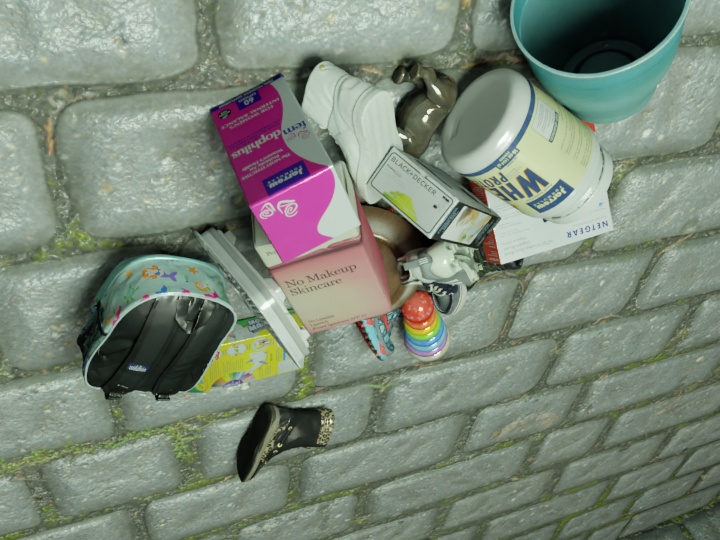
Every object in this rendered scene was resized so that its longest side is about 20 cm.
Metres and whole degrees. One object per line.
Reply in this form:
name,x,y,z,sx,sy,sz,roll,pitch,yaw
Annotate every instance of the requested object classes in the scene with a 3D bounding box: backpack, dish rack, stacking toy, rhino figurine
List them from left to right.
backpack,-0.269,0.064,0.945,0.177,0.151,0.200,12,134,-38
dish rack,-0.140,0.030,0.954,0.044,0.200,0.172,-37,140,-11
rhino figurine,0.060,-0.185,0.942,0.087,0.060,0.200,8,129,-31
stacking toy,0.105,0.090,1.195,0.085,0.085,0.200,-28,155,0

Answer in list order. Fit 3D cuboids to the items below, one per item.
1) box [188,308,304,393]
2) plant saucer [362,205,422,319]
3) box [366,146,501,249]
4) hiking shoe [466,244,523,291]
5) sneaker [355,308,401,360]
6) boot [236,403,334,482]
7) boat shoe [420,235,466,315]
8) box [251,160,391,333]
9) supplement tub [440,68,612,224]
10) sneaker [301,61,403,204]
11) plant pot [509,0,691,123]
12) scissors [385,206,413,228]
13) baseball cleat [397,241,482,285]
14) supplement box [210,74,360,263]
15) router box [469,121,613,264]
box,-0.191,0.134,1.142,0.200,0.048,0.117,-13,137,-21
plant saucer,0.000,0.000,1.058,0.200,0.037,0.201,-1,120,-1
box,0.104,-0.092,0.937,0.060,0.117,0.200,-53,159,14
hiking shoe,0.216,-0.026,1.159,0.076,0.101,0.200,4,130,-34
sneaker,0.041,0.079,1.189,0.095,0.079,0.200,-27,140,-4
boot,-0.147,0.334,1.356,0.150,0.073,0.200,6,124,-33
boat shoe,0.121,0.012,1.151,0.093,0.075,0.200,-34,136,-31
box,-0.048,-0.025,0.923,0.128,0.109,0.200,-16,140,8
supplement tub,0.222,-0.158,0.927,0.200,0.145,0.145,26,117,-28
sneaker,-0.012,-0.177,0.885,0.074,0.116,0.200,-44,155,-20
plant pot,0.306,-0.285,0.884,0.200,0.200,0.188,-36,153,9
scissors,-0.001,-0.031,1.104,0.200,0.014,0.073,-36,141,11
baseball cleat,0.113,-0.010,1.032,0.106,0.070,0.200,-12,168,19
supplement box,-0.090,-0.122,0.815,0.101,0.200,0.103,-27,140,-1
router box,0.270,-0.122,1.055,0.200,0.049,0.180,-17,99,-14
